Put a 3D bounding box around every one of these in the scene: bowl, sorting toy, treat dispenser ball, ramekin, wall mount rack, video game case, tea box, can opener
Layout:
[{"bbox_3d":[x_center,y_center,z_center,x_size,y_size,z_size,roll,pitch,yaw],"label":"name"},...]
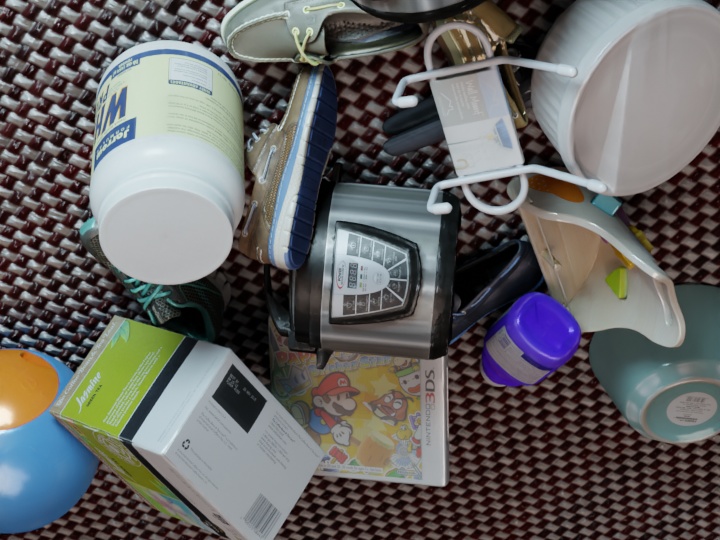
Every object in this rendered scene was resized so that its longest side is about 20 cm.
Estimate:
[{"bbox_3d":[0.366,0.121,1.934,0.198,0.106,0.202,-2,135,-2],"label":"bowl"},{"bbox_3d":[0.259,-0.005,1.728,0.106,0.180,0.201,-36,136,-10],"label":"sorting toy"},{"bbox_3d":[-0.384,0.187,1.865,0.198,0.202,0.202,-2,136,-2],"label":"treat dispenser ball"},{"bbox_3d":[0.248,-0.178,1.583,0.201,0.094,0.204,-20,132,-23],"label":"ramekin"},{"bbox_3d":[0.128,-0.126,1.530,0.172,0.075,0.202,-9,120,19],"label":"wall mount rack"},{"bbox_3d":[-0.002,0.139,1.841,0.198,0.023,0.184,3,108,16],"label":"video game case"},{"bbox_3d":[-0.182,0.171,1.795,0.196,0.134,0.200,13,151,44],"label":"tea box"},{"bbox_3d":[0.108,-0.160,1.653,0.198,0.064,0.079,-23,128,18],"label":"can opener"}]

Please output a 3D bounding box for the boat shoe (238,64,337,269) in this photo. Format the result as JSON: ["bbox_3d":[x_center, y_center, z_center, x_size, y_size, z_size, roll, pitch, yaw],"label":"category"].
[{"bbox_3d":[-0.075,-0.106,1.630,0.072,0.202,0.072,10,171,20],"label":"boat shoe"}]

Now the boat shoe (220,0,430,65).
[{"bbox_3d":[-0.033,-0.227,1.575,0.199,0.061,0.073,-10,136,5],"label":"boat shoe"}]

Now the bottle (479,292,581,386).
[{"bbox_3d":[0.177,0.084,1.857,0.083,0.065,0.200,41,161,3],"label":"bottle"}]

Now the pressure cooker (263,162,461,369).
[{"bbox_3d":[0.000,0.001,1.721,0.197,0.177,0.180,6,137,3],"label":"pressure cooker"}]

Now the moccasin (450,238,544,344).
[{"bbox_3d":[0.102,0.020,1.836,0.199,0.081,0.068,-35,141,10],"label":"moccasin"}]

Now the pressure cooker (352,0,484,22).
[{"bbox_3d":[0.037,-0.329,1.387,0.174,0.180,0.201,-14,138,5],"label":"pressure cooker"}]

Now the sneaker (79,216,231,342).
[{"bbox_3d":[-0.211,0.011,1.780,0.077,0.092,0.199,-36,128,27],"label":"sneaker"}]

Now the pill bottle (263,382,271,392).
[{"bbox_3d":[-0.009,0.146,1.922,0.198,0.110,0.110,-17,135,12],"label":"pill bottle"}]

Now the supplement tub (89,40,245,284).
[{"bbox_3d":[-0.180,-0.101,1.590,0.143,0.201,0.146,-2,136,-2],"label":"supplement tub"}]

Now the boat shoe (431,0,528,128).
[{"bbox_3d":[0.113,-0.221,1.558,0.075,0.072,0.202,-3,121,26],"label":"boat shoe"}]
